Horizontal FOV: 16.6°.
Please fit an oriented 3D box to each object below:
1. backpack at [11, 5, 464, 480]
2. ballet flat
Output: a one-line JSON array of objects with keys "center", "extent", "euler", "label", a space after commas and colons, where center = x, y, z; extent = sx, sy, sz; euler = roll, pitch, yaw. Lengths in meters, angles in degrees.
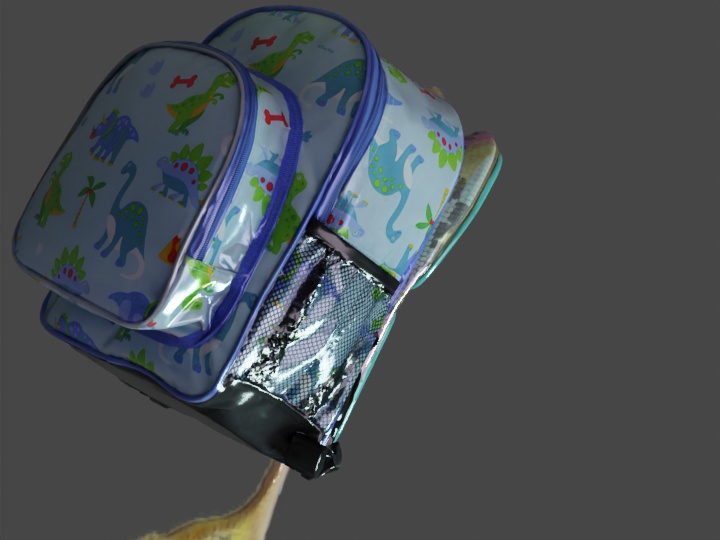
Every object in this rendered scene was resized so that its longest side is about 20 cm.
[{"center": [-0.056, -0.032, 1.196], "extent": [0.147, 0.183, 0.200], "euler": [37, 80, -38], "label": "backpack"}, {"center": [0.000, 0.000, 1.325], "extent": [0.071, 0.069, 0.200], "euler": [32, 89, -18], "label": "ballet flat"}]
